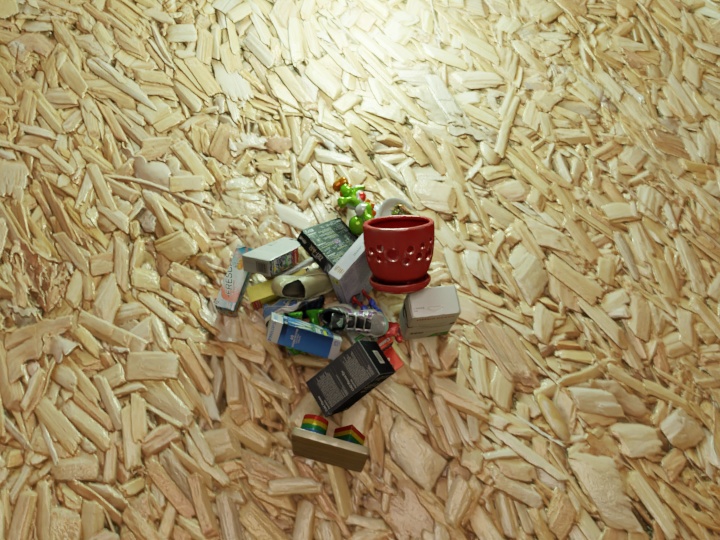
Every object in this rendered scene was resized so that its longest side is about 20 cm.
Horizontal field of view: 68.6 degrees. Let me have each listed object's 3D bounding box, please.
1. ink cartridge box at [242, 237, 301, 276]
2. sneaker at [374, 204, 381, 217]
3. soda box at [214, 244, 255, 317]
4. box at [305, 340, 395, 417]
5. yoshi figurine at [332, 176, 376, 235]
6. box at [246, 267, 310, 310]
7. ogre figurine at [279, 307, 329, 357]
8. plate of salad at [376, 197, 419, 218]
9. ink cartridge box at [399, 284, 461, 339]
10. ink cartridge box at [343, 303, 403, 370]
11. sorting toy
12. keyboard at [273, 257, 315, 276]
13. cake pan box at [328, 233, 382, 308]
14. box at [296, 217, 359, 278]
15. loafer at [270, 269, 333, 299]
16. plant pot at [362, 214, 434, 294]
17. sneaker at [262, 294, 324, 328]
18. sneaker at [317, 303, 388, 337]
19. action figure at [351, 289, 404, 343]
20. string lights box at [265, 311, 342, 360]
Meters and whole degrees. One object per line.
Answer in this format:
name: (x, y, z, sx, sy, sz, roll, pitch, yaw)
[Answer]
ink cartridge box: (-0.247, -0.044, 1.579, 0.106, 0.052, 0.199, 11, 23, 29)
sneaker: (0.078, -0.126, 1.677, 0.068, 0.073, 0.206, -9, 68, -5)
soda box: (-0.371, 0.031, 1.581, 0.062, 0.069, 0.206, 15, 68, -1)
box: (-0.021, 0.283, 1.402, 0.181, 0.200, 0.105, -39, 73, 7)
yoshi figurine: (-0.025, -0.192, 1.671, 0.110, 0.114, 0.202, -16, 54, -27)
box: (-0.238, 0.055, 1.580, 0.194, 0.076, 0.051, -18, 69, -12)
ogre figurine: (-0.150, 0.176, 1.514, 0.096, 0.197, 0.125, -5, 91, 35)
plate of salad: (0.134, -0.138, 1.660, 0.195, 0.048, 0.207, 15, 65, -34)
ink cartridge box: (0.195, 0.123, 1.512, 0.141, 0.201, 0.087, -6, 65, -7)
ink cartridge box: (0.035, 0.213, 1.546, 0.107, 0.051, 0.203, -29, 72, -15)
sorting toy: (-0.075, 0.442, 1.366, 0.193, 0.201, 0.071, 14, 57, 2)
keyboard: (-0.172, -0.020, 1.600, 0.197, 0.056, 0.011, -27, 111, -32)
cake pan box: (0.000, 0.000, 1.558, 0.052, 0.186, 0.201, 30, 68, 27)
box: (-0.076, -0.074, 1.602, 0.160, 0.044, 0.198, 46, 35, 13)
loafer: (-0.157, 0.048, 1.519, 0.193, 0.078, 0.068, -8, 25, -20)
plant pot: (0.107, -0.043, 1.433, 0.193, 0.201, 0.189, -6, 104, -6)
sneaker: (-0.198, 0.104, 1.561, 0.195, 0.077, 0.078, -18, 52, -23)
sneaker: (-0.031, 0.143, 1.438, 0.195, 0.138, 0.081, 7, 96, 36)
action figure: (0.058, 0.153, 1.520, 0.064, 0.100, 0.200, -34, 52, -16)
string lights box: (-0.152, 0.175, 1.407, 0.194, 0.103, 0.061, 18, 94, -12)
